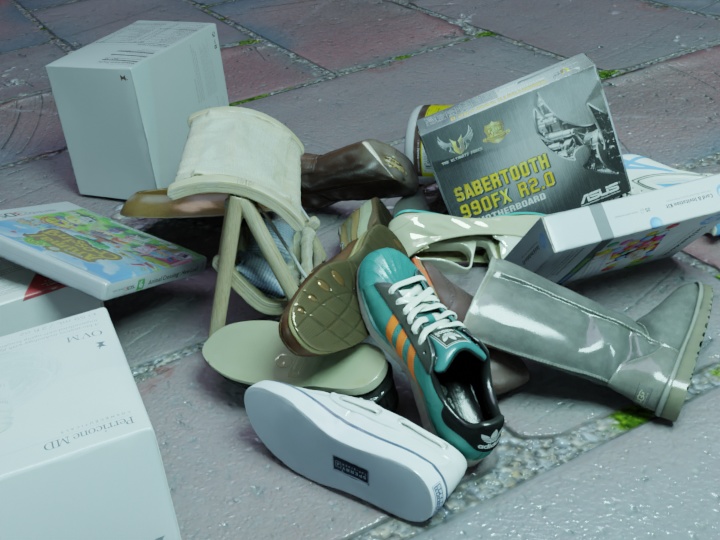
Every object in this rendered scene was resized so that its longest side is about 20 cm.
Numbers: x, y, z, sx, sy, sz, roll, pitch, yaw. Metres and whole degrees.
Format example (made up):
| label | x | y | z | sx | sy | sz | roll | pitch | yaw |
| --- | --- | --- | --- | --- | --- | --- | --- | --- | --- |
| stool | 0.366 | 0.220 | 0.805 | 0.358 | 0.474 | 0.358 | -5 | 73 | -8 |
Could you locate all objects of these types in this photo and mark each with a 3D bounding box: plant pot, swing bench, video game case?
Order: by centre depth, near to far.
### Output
| label | x | y | z | sx | sy | sz | roll | pitch | yaw |
| --- | --- | --- | --- | --- | --- | --- | --- | --- | --- |
| swing bench | -0.108 | -0.047 | 1.019 | 0.129 | 0.201 | 0.199 | -6 | 29 | 1 |
| video game case | -0.291 | -0.026 | 1.044 | 0.199 | 0.022 | 0.182 | 21 | 16 | 19 |
| plant pot | -0.193 | -0.086 | 1.215 | 0.198 | 0.028 | 0.200 | -3 | 9 | 0 |

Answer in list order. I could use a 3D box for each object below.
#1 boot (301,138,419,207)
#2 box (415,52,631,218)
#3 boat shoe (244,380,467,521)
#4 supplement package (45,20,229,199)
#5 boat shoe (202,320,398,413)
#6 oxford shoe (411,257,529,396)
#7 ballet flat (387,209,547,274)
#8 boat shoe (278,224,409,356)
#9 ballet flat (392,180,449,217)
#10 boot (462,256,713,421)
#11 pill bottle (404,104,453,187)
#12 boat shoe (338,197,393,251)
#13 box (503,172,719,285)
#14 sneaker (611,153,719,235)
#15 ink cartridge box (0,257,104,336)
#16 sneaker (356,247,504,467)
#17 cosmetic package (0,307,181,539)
| label | x | y | z | sx | sy | sz | roll | pitch | yaw |
| --- | --- | --- | --- | --- | --- | --- | --- | --- | --- |
| boot | -0.048 | -0.135 | 1.161 | 0.199 | 0.186 | 0.065 | 0 | 65 | 50 |
| box | 0.180 | -0.126 | 1.095 | 0.199 | 0.159 | 0.048 | -21 | 29 | 7 |
| boat shoe | -0.006 | 0.138 | 0.816 | 0.199 | 0.074 | 0.065 | 25 | 36 | 29 |
| supplement package | -0.296 | -0.224 | 1.383 | 0.146 | 0.193 | 0.200 | 8 | 31 | 25 |
| boat shoe | -0.058 | 0.094 | 0.904 | 0.200 | 0.063 | 0.074 | 8 | 48 | 30 |
| oxford shoe | 0.095 | 0.054 | 0.946 | 0.072 | 0.072 | 0.200 | -5 | 36 | -16 |
| ballet flat | 0.126 | -0.024 | 1.071 | 0.198 | 0.070 | 0.070 | 0 | 27 | -12 |
| boat shoe | -0.020 | 0.026 | 0.896 | 0.067 | 0.072 | 0.200 | -31 | 8 | 33 |
| ballet flat | 0.132 | -0.092 | 1.175 | 0.199 | 0.068 | 0.046 | -23 | -10 | 5 |
| boot | 0.204 | 0.038 | 0.893 | 0.199 | 0.073 | 0.182 | 19 | 36 | 17 |
| pill bottle | 0.161 | -0.150 | 1.241 | 0.198 | 0.110 | 0.109 | 4 | 31 | 18 |
| boat shoe | 0.000 | 0.000 | 1.067 | 0.076 | 0.072 | 0.200 | -27 | 25 | 17 |
| box | 0.250 | -0.032 | 0.987 | 0.199 | 0.041 | 0.156 | -15 | -15 | -14 |
| sneaker | 0.329 | -0.084 | 1.132 | 0.199 | 0.072 | 0.072 | 14 | 42 | 38 |
| ink cartridge box | -0.376 | 0.023 | 1.070 | 0.146 | 0.083 | 0.200 | -20 | 32 | -26 |
| sneaker | 0.063 | 0.058 | 0.818 | 0.071 | 0.080 | 0.201 | -18 | 69 | -26 |
| cosmetic package | -0.268 | 0.148 | 0.788 | 0.198 | 0.124 | 0.200 | -17 | 32 | -17 |
